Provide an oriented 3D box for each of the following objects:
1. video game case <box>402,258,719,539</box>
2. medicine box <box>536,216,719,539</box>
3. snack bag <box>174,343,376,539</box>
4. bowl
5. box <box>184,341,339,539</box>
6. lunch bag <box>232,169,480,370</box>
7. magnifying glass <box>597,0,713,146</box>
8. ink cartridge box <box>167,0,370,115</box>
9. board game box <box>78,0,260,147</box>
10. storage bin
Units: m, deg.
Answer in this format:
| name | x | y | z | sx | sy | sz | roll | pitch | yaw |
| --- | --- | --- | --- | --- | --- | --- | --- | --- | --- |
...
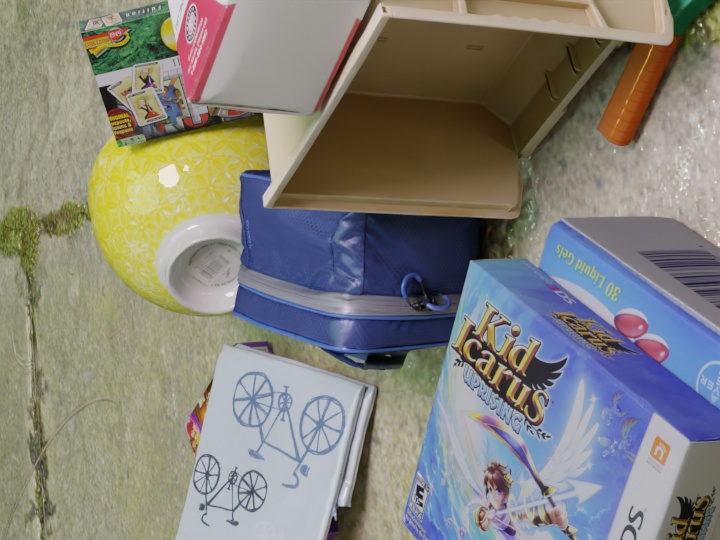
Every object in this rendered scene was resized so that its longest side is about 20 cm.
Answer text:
| name | x | y | z | sx | sy | sz | roll | pitch | yaw |
| --- | --- | --- | --- | --- | --- | --- | --- | --- | --- |
| video game case | 0.106 | 0.117 | 0.824 | 0.200 | 0.045 | 0.182 | 42 | 125 | 49 |
| medicine box | 0.174 | 0.096 | 0.853 | 0.182 | 0.102 | 0.201 | 42 | 125 | 50 |
| snack bag | -0.076 | 0.174 | 1.264 | 0.188 | 0.021 | 0.201 | 12 | 87 | 44 |
| bowl | -0.122 | -0.029 | 1.209 | 0.108 | 0.199 | 0.201 | -103 | 29 | -50 |
| box | -0.094 | 0.185 | 1.345 | 0.137 | 0.039 | 0.201 | -56 | 46 | 42 |
| lunch bag | 0.000 | 0.000 | 1.097 | 0.200 | 0.135 | 0.133 | 17 | 106 | 55 |
| magnifying glass | 0.189 | -0.165 | 0.891 | 0.080 | 0.022 | 0.201 | 58 | 139 | 44 |
| ink cartridge box | -0.058 | -0.210 | 0.836 | 0.148 | 0.085 | 0.201 | 118 | 144 | -46 |
| board game box | -0.102 | -0.162 | 1.127 | 0.024 | 0.199 | 0.105 | -103 | -1 | -55 |
| storage bin | 0.058 | -0.123 | 0.913 | 0.200 | 0.197 | 0.094 | 127 | 139 | -53 |
